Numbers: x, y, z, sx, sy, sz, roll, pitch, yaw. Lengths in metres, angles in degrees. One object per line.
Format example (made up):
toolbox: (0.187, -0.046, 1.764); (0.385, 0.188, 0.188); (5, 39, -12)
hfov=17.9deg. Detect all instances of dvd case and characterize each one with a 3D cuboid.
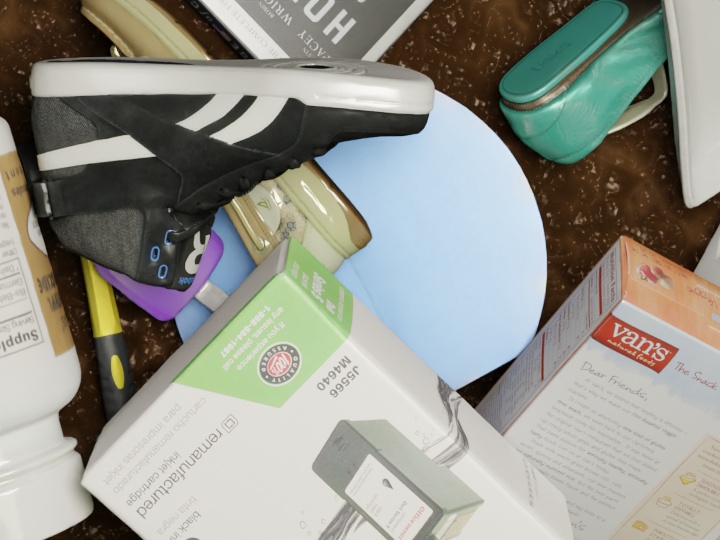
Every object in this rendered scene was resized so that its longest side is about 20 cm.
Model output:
dvd case: (-0.010, -0.201, 1.217); (0.150, 0.025, 0.200); (45, 78, -12)

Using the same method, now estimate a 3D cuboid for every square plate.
square plate: (0.232, -0.162, 1.238); (0.199, 0.028, 0.199); (-33, 130, -24)

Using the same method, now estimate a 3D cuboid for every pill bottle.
pill bottle: (-0.199, 0.034, 1.114); (0.113, 0.114, 0.202); (-17, 95, -16)

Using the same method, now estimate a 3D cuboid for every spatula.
spatula: (-0.052, 0.033, 1.171); (0.200, 0.021, 0.057); (39, 82, -6)

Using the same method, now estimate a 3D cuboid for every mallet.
mallet: (-0.123, 0.023, 1.182); (0.065, 0.041, 0.202); (-20, 101, -18)

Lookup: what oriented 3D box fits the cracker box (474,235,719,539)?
cracker box: (0.135, 0.090, 1.186); (0.133, 0.058, 0.200); (27, 127, -15)

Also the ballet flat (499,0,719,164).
ballet flat: (0.158, -0.133, 1.256); (0.200, 0.067, 0.071); (-44, 126, -12)

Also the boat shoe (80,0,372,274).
boat shoe: (-0.080, -0.071, 1.157); (0.063, 0.073, 0.200); (-44, 80, 4)

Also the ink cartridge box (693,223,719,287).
ink cartridge box: (0.283, 0.040, 1.250); (0.200, 0.084, 0.146); (44, 50, -13)

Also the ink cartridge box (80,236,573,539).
ink cartridge box: (-0.014, 0.108, 1.119); (0.200, 0.084, 0.146); (43, 100, -8)

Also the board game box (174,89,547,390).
board game box: (0.000, 0.000, 1.209); (0.199, 0.039, 0.159); (-29, 90, 2)

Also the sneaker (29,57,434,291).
sneaker: (-0.061, -0.045, 1.097); (0.198, 0.073, 0.113); (3, 101, 14)

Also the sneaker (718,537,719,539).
sneaker: (0.227, 0.229, 1.245); (0.074, 0.115, 0.202); (3, 89, -17)
